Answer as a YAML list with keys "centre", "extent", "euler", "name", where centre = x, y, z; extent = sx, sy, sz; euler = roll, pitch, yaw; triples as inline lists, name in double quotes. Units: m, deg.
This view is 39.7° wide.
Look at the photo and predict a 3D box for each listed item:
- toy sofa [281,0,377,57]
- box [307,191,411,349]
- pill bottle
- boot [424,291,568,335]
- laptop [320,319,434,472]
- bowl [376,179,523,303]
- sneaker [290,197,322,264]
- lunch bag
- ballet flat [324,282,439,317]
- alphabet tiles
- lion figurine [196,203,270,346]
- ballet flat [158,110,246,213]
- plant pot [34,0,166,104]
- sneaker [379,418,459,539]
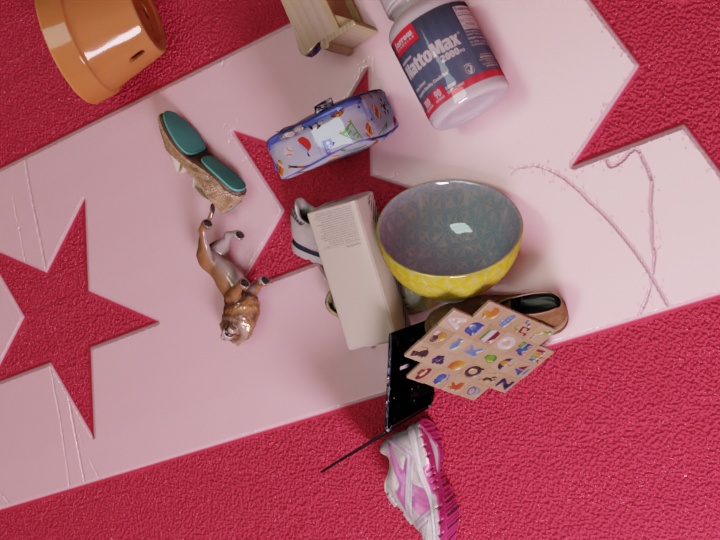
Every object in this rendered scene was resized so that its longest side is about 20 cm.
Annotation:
- centre: [-0.066, -0.410, 1.448]
  extent: [0.097, 0.083, 0.202]
  euler: [-28, 82, 25]
  name: "toy sofa"
- centre: [0.000, 0.000, 1.373]
  extent: [0.081, 0.068, 0.203]
  euler: [-11, 101, 24]
  name: "box"
- centre: [0.107, -0.306, 1.357]
  extent: [0.119, 0.119, 0.202]
  euler: [-31, 81, 23]
  name: "pill bottle"
- centre: [0.180, 0.056, 1.349]
  extent: [0.197, 0.076, 0.075]
  euler: [-8, 69, 12]
  name: "boot"
- centre: [0.030, 0.171, 1.395]
  extent: [0.102, 0.177, 0.203]
  euler: [5, 97, 23]
  name: "laptop"
- centre: [0.121, -0.021, 1.359]
  extent: [0.198, 0.201, 0.109]
  euler: [17, 137, 22]
  name: "bowl"
- centre: [-0.019, -0.044, 1.442]
  extent: [0.198, 0.076, 0.082]
  euler: [17, 126, 23]
  name: "sneaker"
- centre: [-0.041, -0.189, 1.389]
  extent: [0.159, 0.200, 0.076]
  euler: [-22, 94, 24]
  name: "lunch bag"
- centre: [0.036, 0.034, 1.443]
  extent: [0.197, 0.070, 0.072]
  euler: [-10, 90, 25]
  name: "ballet flat"
- centre: [0.160, 0.110, 1.329]
  extent: [0.166, 0.198, 0.006]
  euler: [-45, 41, 29]
  name: "alphabet tiles"
- centre: [-0.209, 0.009, 1.552]
  extent: [0.123, 0.072, 0.202]
  euler: [-45, 65, 49]
  name: "lion figurine"
- centre: [-0.260, -0.165, 1.568]
  extent: [0.200, 0.070, 0.066]
  euler: [47, 125, 18]
  name: "ballet flat"
- centre: [-0.394, -0.381, 1.555]
  extent: [0.138, 0.200, 0.203]
  euler: [-20, 85, 8]
  name: "plant pot"
- centre: [0.083, 0.321, 1.440]
  extent: [0.087, 0.081, 0.203]
  euler: [-16, 79, 26]
  name: "sneaker"
